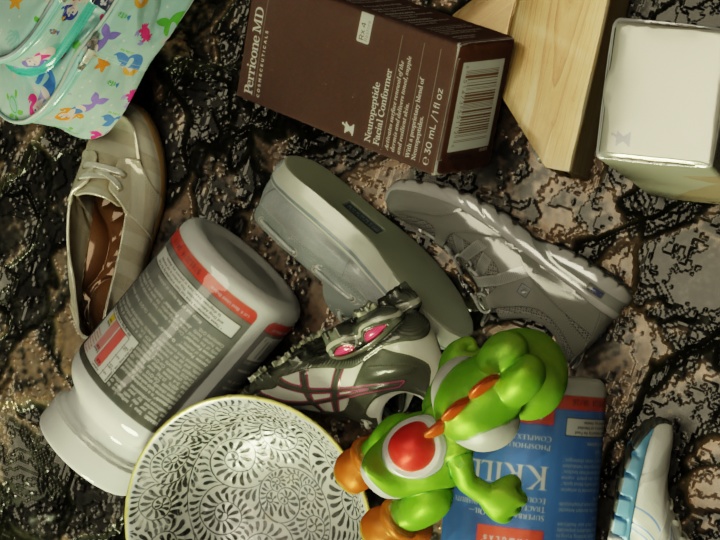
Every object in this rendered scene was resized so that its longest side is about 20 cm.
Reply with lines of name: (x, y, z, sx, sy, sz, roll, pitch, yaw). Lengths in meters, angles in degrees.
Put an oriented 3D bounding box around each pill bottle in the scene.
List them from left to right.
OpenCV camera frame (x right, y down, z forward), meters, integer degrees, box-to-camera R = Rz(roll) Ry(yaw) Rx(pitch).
pill bottle: (-0.149, 0.068, 1.412, 0.116, 0.116, 0.200, 44, 100, 16)
pill bottle: (0.114, 0.174, 1.316, 0.111, 0.112, 0.202, 3, 87, 19)

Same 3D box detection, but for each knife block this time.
knife block: (0.167, -0.191, 1.345, 0.175, 0.064, 0.201, -34, 76, 16)

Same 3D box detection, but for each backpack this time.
backpack: (-0.233, -0.209, 1.436, 0.178, 0.150, 0.201, 48, 120, 36)

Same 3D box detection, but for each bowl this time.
bowl: (-0.068, 0.187, 1.383, 0.199, 0.094, 0.203, 2, 94, 21)

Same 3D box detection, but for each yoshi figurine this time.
yoshi figurine: (0.073, 0.105, 1.244, 0.112, 0.112, 0.200, 31, 132, -13)

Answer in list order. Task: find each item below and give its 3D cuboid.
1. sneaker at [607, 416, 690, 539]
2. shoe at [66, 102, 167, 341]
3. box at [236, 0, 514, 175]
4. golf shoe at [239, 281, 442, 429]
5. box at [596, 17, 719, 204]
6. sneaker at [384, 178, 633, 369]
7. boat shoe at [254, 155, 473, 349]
sneaker: (0.214, 0.205, 1.309, 0.086, 0.075, 0.202, 8, 96, 11)
shoe: (-0.198, -0.036, 1.469, 0.069, 0.053, 0.202, 4, 88, 19)
box: (0.008, -0.150, 1.358, 0.199, 0.075, 0.101, 24, 113, 36)
golf shoe: (-0.016, 0.084, 1.360, 0.200, 0.077, 0.088, -28, 95, 48)
box: (0.220, -0.103, 1.249, 0.077, 0.200, 0.096, 8, 89, 19)
sneaker: (0.096, -0.002, 1.352, 0.199, 0.075, 0.082, 31, 95, 18)
boat shoe: (-0.001, 0.000, 1.398, 0.201, 0.070, 0.072, 44, 118, 16)
